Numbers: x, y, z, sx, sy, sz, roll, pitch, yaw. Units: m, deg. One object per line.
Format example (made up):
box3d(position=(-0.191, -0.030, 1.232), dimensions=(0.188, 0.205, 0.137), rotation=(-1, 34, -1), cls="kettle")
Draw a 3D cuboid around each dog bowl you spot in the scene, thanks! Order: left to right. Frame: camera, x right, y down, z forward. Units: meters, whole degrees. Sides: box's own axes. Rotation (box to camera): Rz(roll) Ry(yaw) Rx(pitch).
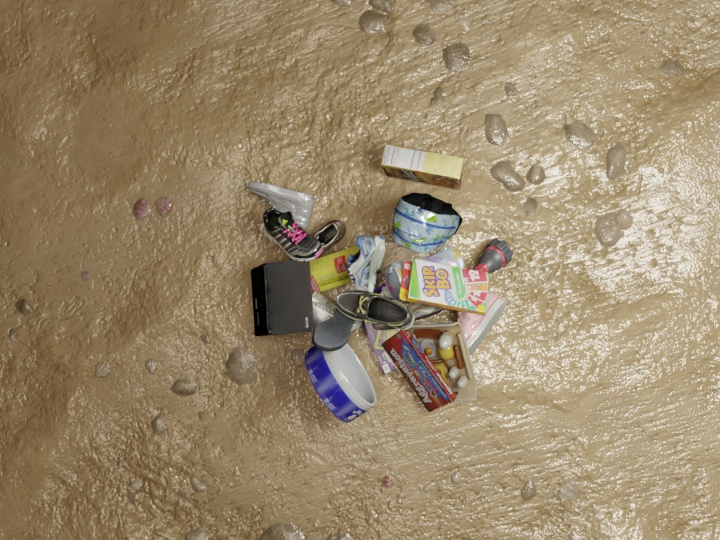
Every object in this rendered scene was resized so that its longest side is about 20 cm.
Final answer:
box3d(position=(-0.048, 0.256, 1.330), dimensions=(0.078, 0.200, 0.203), rotation=(-35, 80, 9), cls="dog bowl")

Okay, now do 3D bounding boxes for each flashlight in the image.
box3d(position=(0.280, 0.008, 1.307), dimensions=(0.199, 0.069, 0.067), rotation=(-41, 39, -24), cls="flashlight")

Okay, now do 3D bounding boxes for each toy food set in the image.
box3d(position=(0.185, 0.215, 1.305), dimensions=(0.140, 0.060, 0.205), rotation=(-6, 109, 34), cls="toy food set")

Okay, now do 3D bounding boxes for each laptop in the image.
box3d(position=(-0.206, 0.073, 1.424), dimensions=(0.101, 0.199, 0.183), rotation=(-2, 83, -27), cls="laptop")

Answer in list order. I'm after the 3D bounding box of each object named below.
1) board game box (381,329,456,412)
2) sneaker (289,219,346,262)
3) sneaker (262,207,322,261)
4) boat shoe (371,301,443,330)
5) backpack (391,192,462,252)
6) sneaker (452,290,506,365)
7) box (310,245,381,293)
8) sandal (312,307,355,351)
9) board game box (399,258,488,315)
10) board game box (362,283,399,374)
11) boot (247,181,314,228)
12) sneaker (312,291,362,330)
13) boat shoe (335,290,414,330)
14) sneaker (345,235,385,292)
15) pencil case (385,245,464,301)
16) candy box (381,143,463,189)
box3d(position=(0.137, 0.238, 1.320), dimensions=(0.202, 0.019, 0.103), rotation=(54, 141, 5), cls="board game box")
box3d(position=(-0.124, -0.062, 1.432), dimensions=(0.200, 0.075, 0.071), rotation=(-44, 79, 5), cls="sneaker")
box3d(position=(-0.176, -0.094, 1.371), dimensions=(0.198, 0.089, 0.074), rotation=(32, 62, 31), cls="sneaker")
box3d(position=(0.112, 0.092, 1.354), dimensions=(0.195, 0.076, 0.074), rotation=(-16, 76, -20), cls="boat shoe")
box3d(position=(0.149, -0.118, 1.319), dimensions=(0.160, 0.200, 0.157), rotation=(27, 92, 11), cls="backpack")
box3d(position=(0.259, 0.127, 1.347), dimensions=(0.104, 0.075, 0.203), rotation=(39, 102, 27), cls="sneaker")
box3d(position=(-0.049, -0.006, 1.409), dimensions=(0.194, 0.076, 0.051), rotation=(-16, 42, 9), cls="box")
box3d(position=(-0.055, 0.141, 1.293), dimensions=(0.075, 0.200, 0.044), rotation=(31, 116, 9), cls="sandal")
box3d(position=(0.189, 0.035, 1.243), dimensions=(0.194, 0.030, 0.098), rotation=(9, 66, 2), cls="board game box")
box3d(position=(0.073, 0.145, 1.402), dimensions=(0.118, 0.032, 0.205), rotation=(-26, 81, 11), cls="board game box")
box3d(position=(-0.220, -0.172, 1.463), dimensions=(0.195, 0.073, 0.098), rotation=(16, 97, 19), cls="boot")
box3d(position=(-0.090, 0.102, 1.398), dimensions=(0.194, 0.073, 0.087), rotation=(6, 115, 16), cls="sneaker")
box3d(position=(0.028, 0.084, 1.284), dimensions=(0.196, 0.061, 0.074), rotation=(13, 78, 16), cls="boat shoe")
box3d(position=(0.000, 0.000, 1.345), dimensions=(0.083, 0.078, 0.205), rotation=(12, 116, -6), cls="sneaker")
box3d(position=(0.156, 0.007, 1.323), dimensions=(0.195, 0.083, 0.093), rotation=(-17, 111, -22), cls="pencil case")
box3d(position=(0.156, -0.255, 1.370), dimensions=(0.194, 0.115, 0.057), rotation=(12, 87, 12), cls="candy box")
